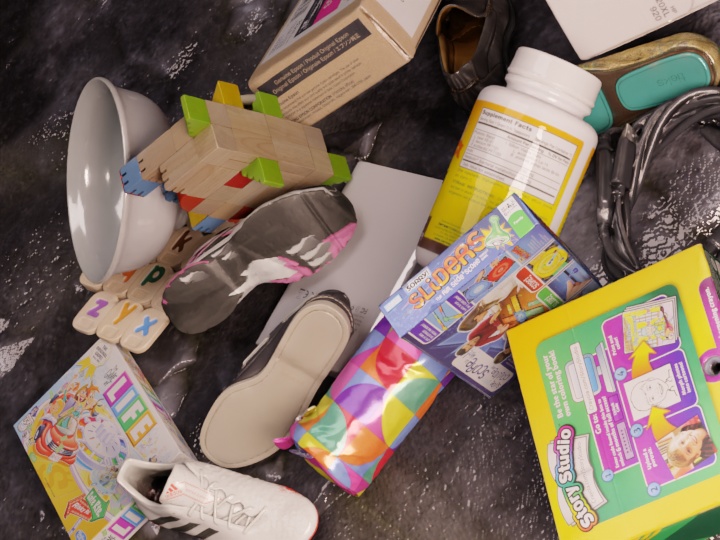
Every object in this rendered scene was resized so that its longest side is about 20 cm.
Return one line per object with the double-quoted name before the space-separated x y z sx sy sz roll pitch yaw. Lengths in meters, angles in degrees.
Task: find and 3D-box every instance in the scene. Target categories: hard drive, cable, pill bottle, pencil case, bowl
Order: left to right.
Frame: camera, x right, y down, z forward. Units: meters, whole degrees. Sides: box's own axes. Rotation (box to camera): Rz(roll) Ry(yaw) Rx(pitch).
"bowl" -0.222 -0.088 1.762 0.201 0.090 0.203 -176 85 -64
"hard drive" 0.000 0.000 1.627 0.131 0.025 0.201 16 71 44
"pencil case" 0.020 0.094 1.500 0.200 0.088 0.088 -49 43 -6
"pill bottle" 0.129 -0.079 1.490 0.109 0.109 0.202 24 92 46
"cable" 0.268 -0.051 1.443 0.162 0.051 0.202 -10 58 23

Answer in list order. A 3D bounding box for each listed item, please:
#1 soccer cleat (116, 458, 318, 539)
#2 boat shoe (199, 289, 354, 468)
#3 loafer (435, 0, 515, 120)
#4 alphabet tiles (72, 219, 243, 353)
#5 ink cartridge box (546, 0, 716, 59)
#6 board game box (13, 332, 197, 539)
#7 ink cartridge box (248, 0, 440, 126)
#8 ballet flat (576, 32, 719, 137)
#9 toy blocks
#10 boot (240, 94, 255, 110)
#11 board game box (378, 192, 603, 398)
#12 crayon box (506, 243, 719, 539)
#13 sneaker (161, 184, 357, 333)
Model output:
"soccer cleat" -0.126 0.201 1.535 0.199 0.085 0.069 8 65 38
"boat shoe" -0.070 0.095 1.580 0.200 0.072 0.063 -51 7 25
"loafer" 0.103 -0.230 1.678 0.072 0.072 0.201 -29 45 21
"alphabet tiles" -0.193 -0.002 1.773 0.199 0.015 0.196 15 60 44
"ink cartridge box" 0.221 -0.316 1.561 0.144 0.148 0.201 -24 33 21
"board game box" -0.244 0.167 1.695 0.134 0.034 0.200 -44 43 3
"ink cartridge box" -0.002 -0.244 1.704 0.164 0.075 0.201 -31 23 39
"ballet flat" 0.222 -0.159 1.544 0.198 0.071 0.071 -14 52 29
"toy blocks" -0.127 -0.089 1.651 0.136 0.199 0.101 -34 62 34
"boot" -0.137 -0.133 1.773 0.199 0.107 0.076 0 56 40
"board game box" 0.110 0.025 1.395 0.135 0.200 0.035 -40 62 7
"crayon box" 0.215 0.107 1.334 0.172 0.058 0.202 -26 57 23
"sneaker" -0.098 -0.025 1.656 0.199 0.081 0.086 -26 20 11
